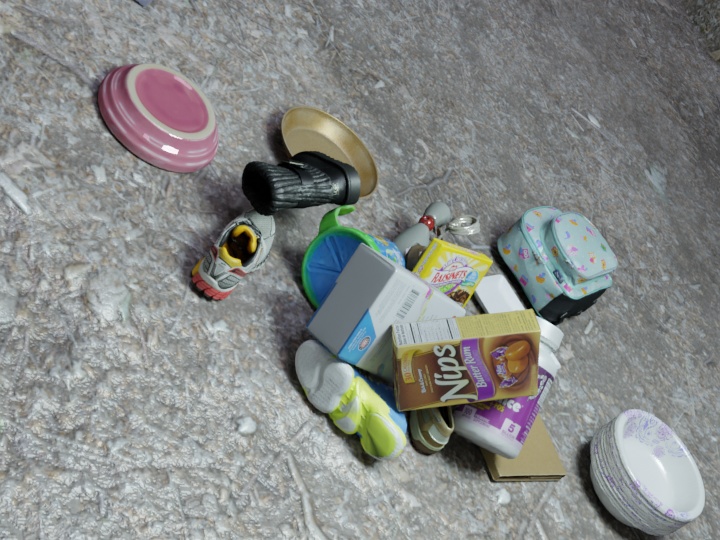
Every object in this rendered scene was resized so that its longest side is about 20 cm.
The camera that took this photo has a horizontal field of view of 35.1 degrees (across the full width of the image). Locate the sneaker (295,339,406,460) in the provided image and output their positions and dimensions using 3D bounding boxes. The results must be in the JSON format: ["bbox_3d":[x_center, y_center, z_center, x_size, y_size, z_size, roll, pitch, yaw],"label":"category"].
[{"bbox_3d":[-0.009,0.174,1.580,0.200,0.076,0.105,51,19,5],"label":"sneaker"}]

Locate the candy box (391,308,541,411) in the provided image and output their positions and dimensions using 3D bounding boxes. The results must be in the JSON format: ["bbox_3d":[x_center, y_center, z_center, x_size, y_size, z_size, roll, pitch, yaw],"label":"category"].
[{"bbox_3d":[0.143,0.124,1.559,0.199,0.117,0.057,-6,35,-3],"label":"candy box"}]

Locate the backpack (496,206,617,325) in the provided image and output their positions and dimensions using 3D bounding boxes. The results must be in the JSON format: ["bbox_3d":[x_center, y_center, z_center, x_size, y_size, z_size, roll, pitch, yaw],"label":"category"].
[{"bbox_3d":[0.357,-0.025,2.083,0.175,0.154,0.200,-17,61,-47],"label":"backpack"}]

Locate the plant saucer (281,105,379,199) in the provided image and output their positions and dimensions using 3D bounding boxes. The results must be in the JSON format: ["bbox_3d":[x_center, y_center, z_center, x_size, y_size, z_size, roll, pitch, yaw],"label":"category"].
[{"bbox_3d":[-0.058,-0.190,1.915,0.199,0.035,0.201,27,39,-24],"label":"plant saucer"}]

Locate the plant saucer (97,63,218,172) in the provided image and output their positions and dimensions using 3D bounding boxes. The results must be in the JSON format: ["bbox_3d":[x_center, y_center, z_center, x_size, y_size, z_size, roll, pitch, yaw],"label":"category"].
[{"bbox_3d":[-0.294,-0.239,1.708,0.200,0.051,0.201,27,39,-24],"label":"plant saucer"}]

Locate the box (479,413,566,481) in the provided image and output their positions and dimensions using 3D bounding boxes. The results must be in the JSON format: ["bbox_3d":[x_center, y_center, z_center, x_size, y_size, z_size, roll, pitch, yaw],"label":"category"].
[{"bbox_3d":[0.229,0.238,1.789,0.163,0.021,0.201,8,49,-41],"label":"box"}]

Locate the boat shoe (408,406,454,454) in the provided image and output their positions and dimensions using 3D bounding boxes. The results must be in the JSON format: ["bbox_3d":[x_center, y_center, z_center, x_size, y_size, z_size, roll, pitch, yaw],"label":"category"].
[{"bbox_3d":[0.107,0.171,1.683,0.071,0.076,0.201,17,43,-32],"label":"boat shoe"}]

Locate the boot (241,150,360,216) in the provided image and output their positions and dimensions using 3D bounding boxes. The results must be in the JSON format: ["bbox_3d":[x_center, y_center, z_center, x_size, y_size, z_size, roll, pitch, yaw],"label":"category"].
[{"bbox_3d":[-0.114,-0.134,1.715,0.157,0.211,0.080,-9,101,-28],"label":"boot"}]

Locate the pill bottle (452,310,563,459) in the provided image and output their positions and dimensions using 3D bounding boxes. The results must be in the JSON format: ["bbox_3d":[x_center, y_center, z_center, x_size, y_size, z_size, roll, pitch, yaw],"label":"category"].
[{"bbox_3d":[0.220,0.165,1.672,0.112,0.112,0.201,30,80,-20],"label":"pill bottle"}]

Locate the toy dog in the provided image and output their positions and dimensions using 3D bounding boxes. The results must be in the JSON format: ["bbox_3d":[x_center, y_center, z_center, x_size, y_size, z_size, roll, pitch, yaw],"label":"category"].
[{"bbox_3d":[0.094,-0.030,1.856,0.199,0.097,0.132,-25,39,-34],"label":"toy dog"}]

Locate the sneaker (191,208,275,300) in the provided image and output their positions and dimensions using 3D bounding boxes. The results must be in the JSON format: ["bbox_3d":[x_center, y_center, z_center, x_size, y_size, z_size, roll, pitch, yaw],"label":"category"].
[{"bbox_3d":[-0.162,-0.035,1.608,0.078,0.082,0.200,38,34,-7],"label":"sneaker"}]

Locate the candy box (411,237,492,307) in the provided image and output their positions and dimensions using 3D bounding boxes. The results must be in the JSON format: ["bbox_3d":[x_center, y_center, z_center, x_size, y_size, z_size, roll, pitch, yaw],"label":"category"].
[{"bbox_3d":[0.140,0.009,1.817,0.026,0.103,0.200,35,11,28],"label":"candy box"}]

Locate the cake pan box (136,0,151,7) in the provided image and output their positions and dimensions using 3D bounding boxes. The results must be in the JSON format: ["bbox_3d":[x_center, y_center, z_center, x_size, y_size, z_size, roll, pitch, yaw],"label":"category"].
[{"bbox_3d":[-0.413,-0.554,1.907,0.199,0.052,0.185,32,35,-19],"label":"cake pan box"}]

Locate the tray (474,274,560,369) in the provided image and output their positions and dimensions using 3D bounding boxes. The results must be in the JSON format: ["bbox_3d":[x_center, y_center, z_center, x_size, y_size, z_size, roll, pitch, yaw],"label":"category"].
[{"bbox_3d":[0.262,0.097,1.968,0.107,0.022,0.201,-8,61,-48],"label":"tray"}]

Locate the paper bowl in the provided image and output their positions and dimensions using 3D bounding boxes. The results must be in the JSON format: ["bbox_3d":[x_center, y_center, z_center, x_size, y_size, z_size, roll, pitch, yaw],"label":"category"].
[{"bbox_3d":[0.455,0.337,1.851,0.200,0.104,0.201,28,38,-24],"label":"paper bowl"}]

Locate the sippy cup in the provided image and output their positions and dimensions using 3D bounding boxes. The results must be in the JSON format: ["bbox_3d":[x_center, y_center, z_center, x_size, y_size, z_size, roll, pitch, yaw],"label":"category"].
[{"bbox_3d":[0.000,0.000,1.710,0.139,0.179,0.130,19,12,26],"label":"sippy cup"}]

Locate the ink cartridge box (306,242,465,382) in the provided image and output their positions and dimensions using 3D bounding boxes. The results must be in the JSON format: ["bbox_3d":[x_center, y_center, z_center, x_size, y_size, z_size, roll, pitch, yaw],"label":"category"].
[{"bbox_3d":[0.040,0.069,1.603,0.085,0.145,0.200,37,4,40],"label":"ink cartridge box"}]
